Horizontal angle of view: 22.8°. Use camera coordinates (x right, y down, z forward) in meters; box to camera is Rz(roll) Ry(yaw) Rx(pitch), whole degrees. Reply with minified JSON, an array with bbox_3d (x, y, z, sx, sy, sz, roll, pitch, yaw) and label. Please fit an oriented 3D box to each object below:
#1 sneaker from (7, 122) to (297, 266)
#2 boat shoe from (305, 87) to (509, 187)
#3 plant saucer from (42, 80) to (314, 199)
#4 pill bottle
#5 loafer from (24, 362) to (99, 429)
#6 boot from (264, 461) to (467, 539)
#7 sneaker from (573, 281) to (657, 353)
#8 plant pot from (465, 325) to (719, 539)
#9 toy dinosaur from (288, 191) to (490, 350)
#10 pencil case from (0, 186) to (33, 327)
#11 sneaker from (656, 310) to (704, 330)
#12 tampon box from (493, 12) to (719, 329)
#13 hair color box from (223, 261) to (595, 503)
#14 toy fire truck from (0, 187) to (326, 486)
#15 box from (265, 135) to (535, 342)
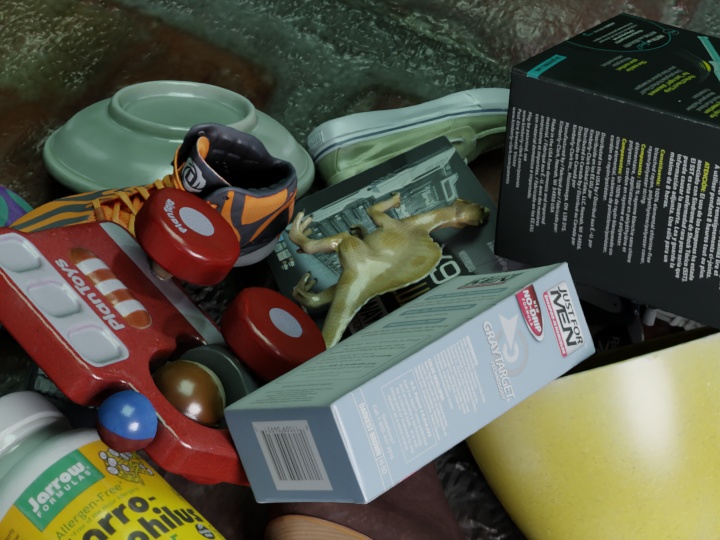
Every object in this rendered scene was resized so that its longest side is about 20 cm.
[{"bbox_3d":[-0.133,-0.045,1.139,0.199,0.112,0.078,-14,67,-24],"label":"sneaker"},{"bbox_3d":[0.052,-0.094,1.390,0.199,0.072,0.062,-13,74,-24],"label":"boat shoe"},{"bbox_3d":[-0.130,-0.098,1.294,0.198,0.051,0.200,5,24,-2],"label":"plant saucer"},{"bbox_3d":[-0.148,0.162,1.016,0.200,0.113,0.112,40,48,24],"label":"pill bottle"},{"bbox_3d":[-0.171,0.041,1.172,0.071,0.063,0.201,17,42,0],"label":"loafer"},{"bbox_3d":[0.042,0.153,1.112,0.198,0.073,0.167,9,45,-3],"label":"boot"},{"bbox_3d":[0.134,0.046,1.246,0.129,0.080,0.199,31,34,28],"label":"sneaker"},{"bbox_3d":[0.170,0.123,1.113,0.199,0.200,0.143,-15,87,-29],"label":"plant pot"},{"bbox_3d":[0.000,0.000,1.120,0.101,0.058,0.200,13,48,40],"label":"toy dinosaur"},{"bbox_3d":[-0.280,0.028,1.136,0.092,0.086,0.200,21,42,10],"label":"pencil case"},{"bbox_3d":[0.256,0.028,1.308,0.099,0.078,0.200,-6,37,-26],"label":"sneaker"},{"bbox_3d":[0.206,-0.060,1.096,0.199,0.127,0.150,20,30,31],"label":"tampon box"},{"bbox_3d":[0.031,0.062,1.012,0.199,0.061,0.099,-29,14,-39],"label":"hair color box"},{"bbox_3d":[-0.124,0.048,1.034,0.200,0.112,0.168,48,26,14],"label":"toy fire truck"},{"bbox_3d":[0.024,0.000,1.203,0.157,0.050,0.200,-24,34,-2],"label":"box"}]
